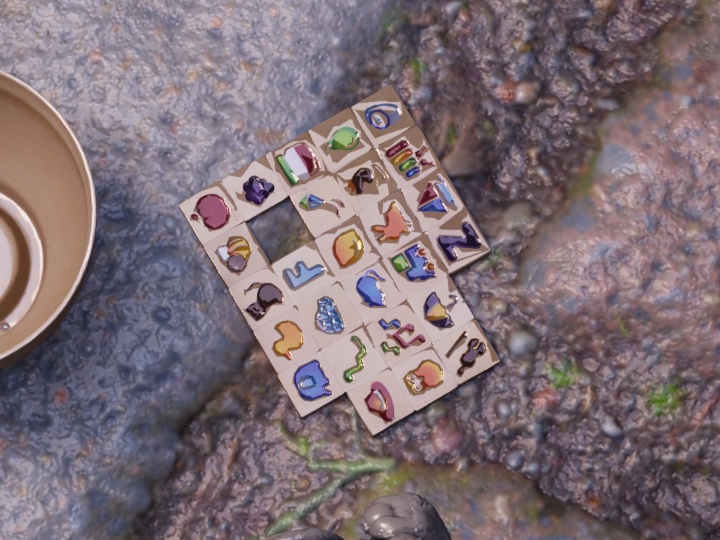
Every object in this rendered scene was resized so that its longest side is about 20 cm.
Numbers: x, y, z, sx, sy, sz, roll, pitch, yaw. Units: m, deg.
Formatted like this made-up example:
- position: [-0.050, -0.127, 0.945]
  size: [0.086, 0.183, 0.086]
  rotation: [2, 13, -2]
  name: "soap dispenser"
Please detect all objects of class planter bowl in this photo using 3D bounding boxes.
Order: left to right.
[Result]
- position: [-0.261, -0.018, 1.663]
  size: [0.198, 0.135, 0.202]
  rotation: [0, 76, -1]
  name: "planter bowl"

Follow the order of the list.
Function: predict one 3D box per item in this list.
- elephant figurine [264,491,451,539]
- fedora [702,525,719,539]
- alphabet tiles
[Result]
- position: [-0.038, 0.211, 1.622]
  size: [0.199, 0.156, 0.142]
  rotation: [-10, 38, 21]
  name: "elephant figurine"
- position: [0.272, 0.238, 1.635]
  size: [0.199, 0.092, 0.202]
  rotation: [0, 76, -1]
  name: "fedora"
- position: [0.000, 0.000, 1.732]
  size: [0.166, 0.008, 0.201]
  rotation: [-29, 79, -9]
  name: "alphabet tiles"
